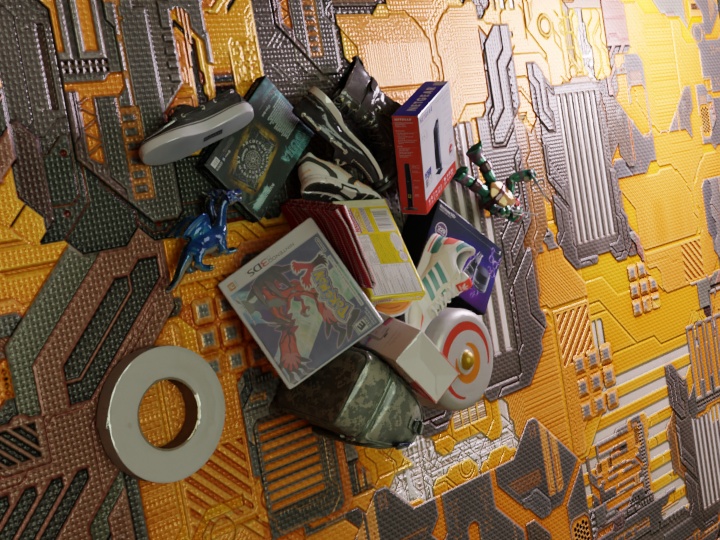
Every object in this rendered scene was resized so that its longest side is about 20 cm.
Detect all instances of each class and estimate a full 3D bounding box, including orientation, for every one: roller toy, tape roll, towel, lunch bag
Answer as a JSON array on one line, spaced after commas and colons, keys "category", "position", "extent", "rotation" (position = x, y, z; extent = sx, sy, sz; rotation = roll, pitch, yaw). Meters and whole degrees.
[{"category": "roller toy", "position": [0.146, 0.159, 1.842], "extent": [0.183, 0.139, 0.201], "rotation": [-50, 124, -33]}, {"category": "tape roll", "position": [-0.291, 0.210, 1.516], "extent": [0.202, 0.037, 0.205], "rotation": [3, 85, -42]}, {"category": "towel", "position": [-0.055, -0.043, 1.643], "extent": [0.022, 0.200, 0.145], "rotation": [-31, 110, -24]}, {"category": "lunch bag", "position": [-0.011, 0.210, 1.661], "extent": [0.167, 0.199, 0.140], "rotation": [34, 73, -35]}]

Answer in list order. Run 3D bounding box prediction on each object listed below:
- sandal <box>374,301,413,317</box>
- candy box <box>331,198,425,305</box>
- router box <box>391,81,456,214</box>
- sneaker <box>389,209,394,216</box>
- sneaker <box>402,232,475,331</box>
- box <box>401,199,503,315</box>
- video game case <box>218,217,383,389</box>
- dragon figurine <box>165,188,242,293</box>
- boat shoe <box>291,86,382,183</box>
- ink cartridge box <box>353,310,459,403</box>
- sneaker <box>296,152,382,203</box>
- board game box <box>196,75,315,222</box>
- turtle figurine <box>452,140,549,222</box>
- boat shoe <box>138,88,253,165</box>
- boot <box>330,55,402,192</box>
[{"category": "sandal", "position": [-0.005, 0.006, 1.715], "extent": [0.206, 0.059, 0.079], "rotation": [36, 95, 3]}, {"category": "candy box", "position": [0.026, -0.033, 1.692], "extent": [0.101, 0.026, 0.201], "rotation": [-6, 56, -25]}, {"category": "router box", "position": [0.116, -0.221, 1.831], "extent": [0.200, 0.048, 0.181], "rotation": [-54, 142, -56]}, {"category": "sneaker", "position": [0.050, -0.011, 1.787], "extent": [0.077, 0.083, 0.202], "rotation": [42, 47, -77]}, {"category": "sneaker", "position": [0.138, 0.030, 1.769], "extent": [0.070, 0.093, 0.201], "rotation": [66, 40, -58]}, {"category": "box", "position": [0.164, -0.021, 1.922], "extent": [0.200, 0.079, 0.142], "rotation": [34, 63, -35]}, {"category": "video game case", "position": [-0.093, 0.051, 1.600], "extent": [0.182, 0.023, 0.201], "rotation": [-36, 87, 3]}, {"category": "dragon figurine", "position": [-0.249, -0.050, 1.556], "extent": [0.200, 0.059, 0.100], "rotation": [-40, 112, -33]}, {"category": "boat shoe", "position": [-0.037, -0.213, 1.718], "extent": [0.060, 0.074, 0.200], "rotation": [-44, 120, -6]}, {"category": "ink cartridge box", "position": [0.056, 0.131, 1.673], "extent": [0.068, 0.200, 0.117], "rotation": [-49, 120, -12]}, {"category": "sneaker", "position": [-0.032, -0.146, 1.754], "extent": [0.199, 0.074, 0.080], "rotation": [22, 41, -51]}, {"category": "board game box", "position": [-0.165, -0.196, 1.664], "extent": [0.135, 0.028, 0.201], "rotation": [47, 58, -30]}, {"category": "turtle figurine", "position": [0.275, -0.151, 2.017], "extent": [0.200, 0.101, 0.150], "rotation": [39, 46, -16]}, {"category": "boat shoe", "position": [-0.257, -0.225, 1.561], "extent": [0.199, 0.070, 0.066], "rotation": [-30, 76, -26]}, {"category": "boot", "position": [0.009, -0.255, 1.810], "extent": [0.174, 0.069, 0.201], "rotation": [35, 58, -32]}]
